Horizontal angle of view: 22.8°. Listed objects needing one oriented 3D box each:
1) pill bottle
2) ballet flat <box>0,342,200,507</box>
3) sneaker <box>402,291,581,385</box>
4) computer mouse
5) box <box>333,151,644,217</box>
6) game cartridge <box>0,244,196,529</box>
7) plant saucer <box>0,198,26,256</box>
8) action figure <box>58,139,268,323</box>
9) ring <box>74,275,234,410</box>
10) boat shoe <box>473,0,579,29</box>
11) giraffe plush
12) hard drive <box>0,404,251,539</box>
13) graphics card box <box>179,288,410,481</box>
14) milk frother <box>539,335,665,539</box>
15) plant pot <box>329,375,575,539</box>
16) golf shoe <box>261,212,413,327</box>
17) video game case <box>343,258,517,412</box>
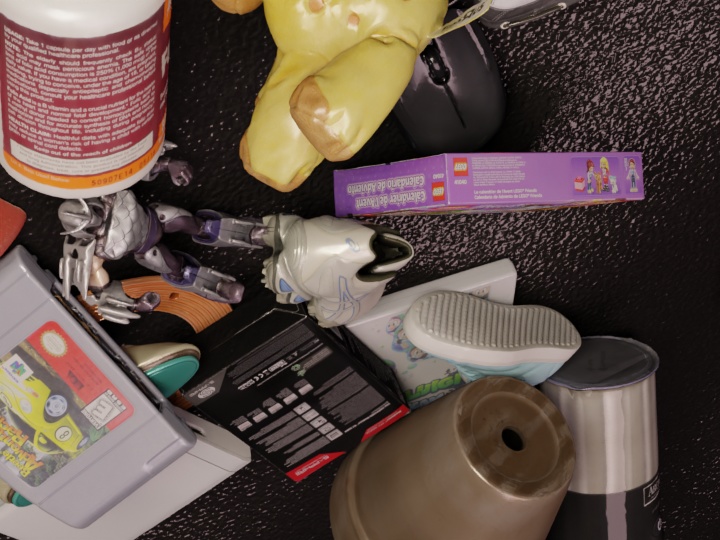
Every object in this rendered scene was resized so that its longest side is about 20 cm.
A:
[{"bbox_3d":[-0.171,-0.151,1.083,0.113,0.115,0.201,-13,143,-19],"label":"pill bottle"},{"bbox_3d":[-0.214,0.102,1.381,0.199,0.070,0.069,-38,144,8],"label":"ballet flat"},{"bbox_3d":[0.104,0.074,1.540,0.199,0.074,0.082,10,127,-40],"label":"sneaker"},{"bbox_3d":[0.053,-0.135,1.302,0.138,0.053,0.200,-32,144,5],"label":"computer mouse"},{"bbox_3d":[0.097,-0.064,1.351,0.198,0.040,0.136,-3,179,-37],"label":"box"},{"bbox_3d":[-0.233,0.094,1.321,0.133,0.041,0.200,-36,107,17],"label":"game cartridge"},{"bbox_3d":[-0.356,0.000,1.216,0.199,0.037,0.200,-39,142,16],"label":"plant saucer"},{"bbox_3d":[-0.146,-0.027,1.276,0.199,0.069,0.131,16,96,-56],"label":"action figure"},{"bbox_3d":[-0.193,0.070,1.426,0.198,0.019,0.201,-17,144,-13],"label":"ring"},{"bbox_3d":[0.165,-0.222,1.250,0.199,0.070,0.066,-29,158,-14],"label":"boat shoe"},{"bbox_3d":[-0.037,-0.175,1.117,0.162,0.173,0.200,41,128,-17],"label":"giraffe plush"},{"bbox_3d":[-0.207,0.178,1.502,0.199,0.027,0.131,-35,136,27],"label":"hard drive"},{"bbox_3d":[-0.056,0.094,1.481,0.125,0.051,0.200,-32,144,11],"label":"graphics card box"},{"bbox_3d":[0.186,0.161,1.696,0.198,0.181,0.190,-2,110,8],"label":"milk frother"},{"bbox_3d":[0.097,0.184,1.538,0.198,0.202,0.174,-3,149,-30],"label":"plant pot"},{"bbox_3d":[0.000,0.000,1.359,0.096,0.079,0.200,-4,174,18],"label":"golf shoe"},{"bbox_3d":[0.040,0.080,1.587,0.198,0.024,0.183,-17,143,-14],"label":"video game case"}]
